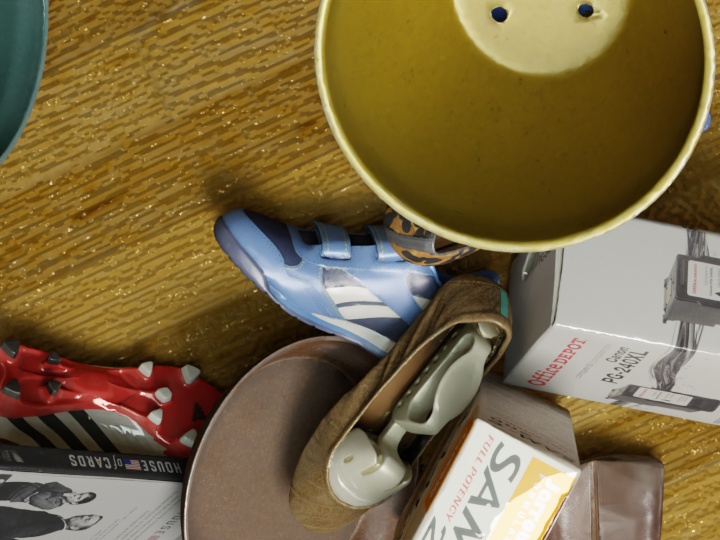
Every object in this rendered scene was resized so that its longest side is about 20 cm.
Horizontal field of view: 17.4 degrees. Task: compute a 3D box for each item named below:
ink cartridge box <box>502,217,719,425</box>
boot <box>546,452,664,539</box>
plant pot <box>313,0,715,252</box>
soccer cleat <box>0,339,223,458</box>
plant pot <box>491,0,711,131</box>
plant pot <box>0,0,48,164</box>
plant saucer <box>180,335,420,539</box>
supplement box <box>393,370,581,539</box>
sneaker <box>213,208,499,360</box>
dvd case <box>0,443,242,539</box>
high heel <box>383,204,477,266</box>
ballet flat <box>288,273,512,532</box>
[{"bbox_3d":[0.198,0.034,1.475,0.198,0.145,0.084,10,71,-6],"label":"ink cartridge box"},{"bbox_3d":[0.120,0.218,1.592,0.185,0.064,0.201,-10,112,-7],"label":"boot"},{"bbox_3d":[0.087,-0.128,1.219,0.198,0.142,0.202,4,113,10],"label":"plant pot"},{"bbox_3d":[-0.165,0.099,1.539,0.199,0.069,0.085,13,143,-21],"label":"soccer cleat"},{"bbox_3d":[0.097,-0.179,1.377,0.178,0.200,0.201,-12,110,10],"label":"plant pot"},{"bbox_3d":[-0.293,-0.151,1.385,0.133,0.200,0.202,5,113,25],"label":"plant pot"},{"bbox_3d":[-0.044,0.137,1.522,0.199,0.034,0.202,-13,110,-39],"label":"plant saucer"},{"bbox_3d":[0.075,0.142,1.468,0.073,0.200,0.127,27,97,0],"label":"supplement box"},{"bbox_3d":[0.000,0.000,1.503,0.199,0.074,0.083,26,107,-19],"label":"sneaker"},{"bbox_3d":[-0.194,0.161,1.494,0.199,0.025,0.150,9,141,-45],"label":"dvd case"},{"bbox_3d":[0.112,-0.047,1.449,0.198,0.143,0.072,-11,110,2],"label":"high heel"},{"bbox_3d":[0.028,0.092,1.463,0.068,0.072,0.200,38,97,-24],"label":"ballet flat"}]
